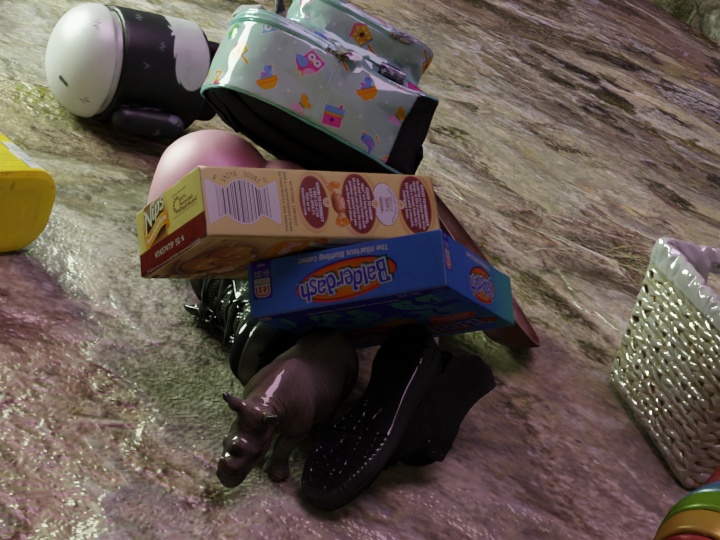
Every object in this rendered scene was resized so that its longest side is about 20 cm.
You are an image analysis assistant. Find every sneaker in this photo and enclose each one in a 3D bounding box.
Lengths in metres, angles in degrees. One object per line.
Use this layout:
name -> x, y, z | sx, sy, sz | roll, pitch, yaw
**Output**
sneaker -> -0.101, 0.035, 1.167 | 0.113, 0.077, 0.200 | 20, 19, 1
sneaker -> 0.033, 0.122, 1.085 | 0.059, 0.105, 0.201 | 7, 49, 35

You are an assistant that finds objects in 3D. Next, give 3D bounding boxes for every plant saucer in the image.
plant saucer -> 0.101, 0.000, 1.377 | 0.201, 0.036, 0.201 | 53, 8, -10

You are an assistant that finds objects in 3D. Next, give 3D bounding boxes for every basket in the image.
basket -> 0.362, 0.094, 1.332 | 0.196, 0.162, 0.201 | 12, 25, -21

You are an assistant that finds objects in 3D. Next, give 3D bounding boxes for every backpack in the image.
backpack -> -0.039, -0.167, 1.302 | 0.198, 0.155, 0.176 | 18, -2, -13

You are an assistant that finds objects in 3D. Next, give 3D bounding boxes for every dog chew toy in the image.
dog chew toy -> -0.088, -0.048, 1.284 | 0.198, 0.126, 0.125 | 18, 22, 2

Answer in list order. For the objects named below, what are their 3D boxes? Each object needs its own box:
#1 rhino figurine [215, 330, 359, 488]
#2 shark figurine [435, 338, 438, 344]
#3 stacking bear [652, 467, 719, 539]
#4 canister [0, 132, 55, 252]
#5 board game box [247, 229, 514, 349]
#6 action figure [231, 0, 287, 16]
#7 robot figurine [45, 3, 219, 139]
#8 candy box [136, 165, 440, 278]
rhino figurine -> -0.058, 0.100, 1.037 | 0.059, 0.088, 0.200 | 27, 23, 14
shark figurine -> 0.022, -0.001, 1.359 | 0.213, 0.090, 0.128 | 29, 56, 37
stacking bear -> 0.257, 0.221, 1.033 | 0.113, 0.123, 0.199 | 34, 33, 24
canister -> -0.368, -0.096, 1.203 | 0.199, 0.087, 0.148 | 38, 27, 31
board game box -> 0.022, 0.020, 1.101 | 0.150, 0.046, 0.200 | -10, -13, 19
action figure -> -0.073, -0.201, 1.626 | 0.194, 0.104, 0.200 | 51, 5, -25
robot figurine -> -0.239, -0.215, 1.539 | 0.198, 0.127, 0.150 | 5, 10, -34
candy box -> -0.053, -0.032, 1.067 | 0.198, 0.056, 0.115 | 1, -15, -32
